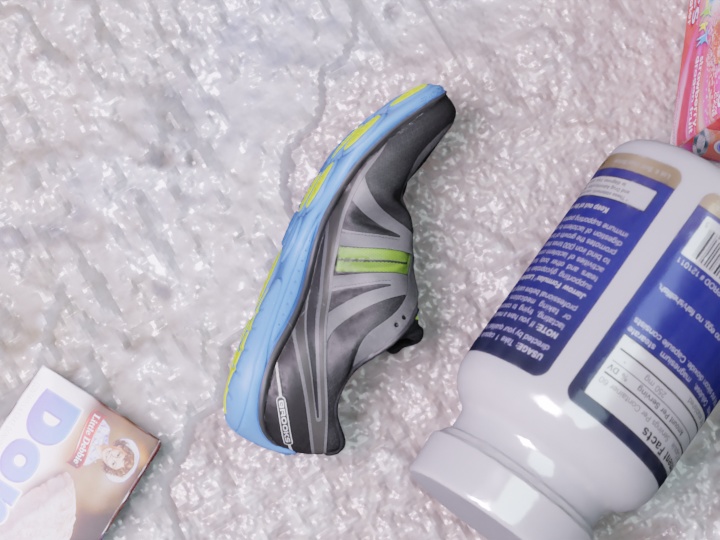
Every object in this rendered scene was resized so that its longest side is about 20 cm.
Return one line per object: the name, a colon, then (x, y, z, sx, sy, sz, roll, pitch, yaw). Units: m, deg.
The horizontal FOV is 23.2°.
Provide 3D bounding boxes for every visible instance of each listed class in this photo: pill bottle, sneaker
pill bottle: (0.119, 0.045, 0.862, 0.116, 0.116, 0.200, 37, 79, -1)
sneaker: (0.000, 0.000, 0.882, 0.082, 0.071, 0.201, 25, 85, -8)

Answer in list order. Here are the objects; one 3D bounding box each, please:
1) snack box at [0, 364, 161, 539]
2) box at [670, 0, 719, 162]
snack box: (-0.180, 0.150, 0.856, 0.072, 0.024, 0.201, 32, 80, 0)
box: (0.231, -0.157, 0.912, 0.094, 0.103, 0.201, 10, 82, -5)
